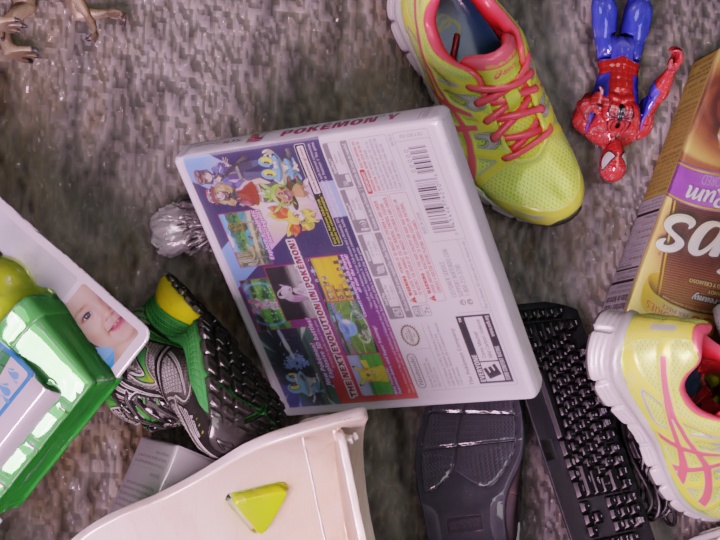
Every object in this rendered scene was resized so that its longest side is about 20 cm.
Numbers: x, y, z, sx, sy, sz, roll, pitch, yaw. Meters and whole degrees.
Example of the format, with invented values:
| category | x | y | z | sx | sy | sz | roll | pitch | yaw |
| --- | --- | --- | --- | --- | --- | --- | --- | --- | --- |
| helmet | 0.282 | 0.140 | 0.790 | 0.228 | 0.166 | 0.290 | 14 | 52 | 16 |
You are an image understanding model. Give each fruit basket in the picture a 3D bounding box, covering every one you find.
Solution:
| category | x | y | z | sx | sy | sz | roll | pitch | yaw |
| --- | --- | --- | --- | --- | --- | --- | --- | --- | --- |
| fruit basket | -0.252 | 0.043 | 1.074 | 0.200 | 0.094 | 0.185 | 41 | 97 | 2 |

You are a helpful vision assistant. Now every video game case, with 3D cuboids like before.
| category | x | y | z | sx | sy | sz | roll | pitch | yaw |
| --- | --- | --- | --- | --- | --- | --- | --- | --- | --- |
| video game case | 0.000 | 0.000 | 1.126 | 0.182 | 0.023 | 0.200 | -6 | 121 | 27 |

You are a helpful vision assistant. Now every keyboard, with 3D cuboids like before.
| category | x | y | z | sx | sy | sz | roll | pitch | yaw |
| --- | --- | --- | --- | --- | --- | --- | --- | --- | --- |
| keyboard | 0.162 | 0.110 | 1.204 | 0.104 | 0.040 | 0.200 | -3 | 70 | -44 |

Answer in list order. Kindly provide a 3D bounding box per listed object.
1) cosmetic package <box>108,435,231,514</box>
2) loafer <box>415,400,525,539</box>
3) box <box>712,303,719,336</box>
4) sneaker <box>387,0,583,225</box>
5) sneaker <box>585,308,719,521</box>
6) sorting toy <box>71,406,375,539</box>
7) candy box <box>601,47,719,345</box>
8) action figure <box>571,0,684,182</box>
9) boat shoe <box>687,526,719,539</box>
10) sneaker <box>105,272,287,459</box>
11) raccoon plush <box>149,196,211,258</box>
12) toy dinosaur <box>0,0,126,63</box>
| category | x | y | z | sx | sy | sz | roll | pitch | yaw |
| --- | --- | --- | --- | --- | --- | --- | --- | --- | --- |
| cosmetic package | -0.131 | 0.210 | 1.129 | 0.085 | 0.108 | 0.200 | 25 | 82 | -17 |
| loafer | 0.074 | 0.156 | 1.205 | 0.072 | 0.063 | 0.200 | -1 | 68 | 9 |
| box | 0.356 | 0.094 | 1.158 | 0.131 | 0.199 | 0.200 | -35 | 119 | -11 |
| sneaker | 0.086 | -0.118 | 1.208 | 0.078 | 0.090 | 0.200 | -34 | 92 | -13 |
| sneaker | 0.228 | 0.099 | 1.182 | 0.200 | 0.090 | 0.078 | 47 | 50 | -35 |
| sorting toy | -0.069 | 0.192 | 1.043 | 0.180 | 0.107 | 0.200 | -12 | 90 | -9 |
| candy box | 0.256 | -0.037 | 1.257 | 0.117 | 0.056 | 0.200 | 22 | 82 | -9 |
| action figure | 0.182 | -0.162 | 1.238 | 0.065 | 0.099 | 0.200 | 4 | 86 | -9 |
| boat shoe | 0.263 | 0.184 | 1.154 | 0.086 | 0.202 | 0.075 | -2 | 86 | -23 |
| sneaker | -0.107 | 0.074 | 1.115 | 0.085 | 0.200 | 0.078 | -45 | 113 | -2 |
| raccoon plush | -0.027 | -0.031 | 1.162 | 0.200 | 0.134 | 0.097 | -20 | 89 | -12 |
| toy dinosaur | -0.222 | -0.194 | 1.194 | 0.200 | 0.058 | 0.101 | 5 | 68 | -18 |
